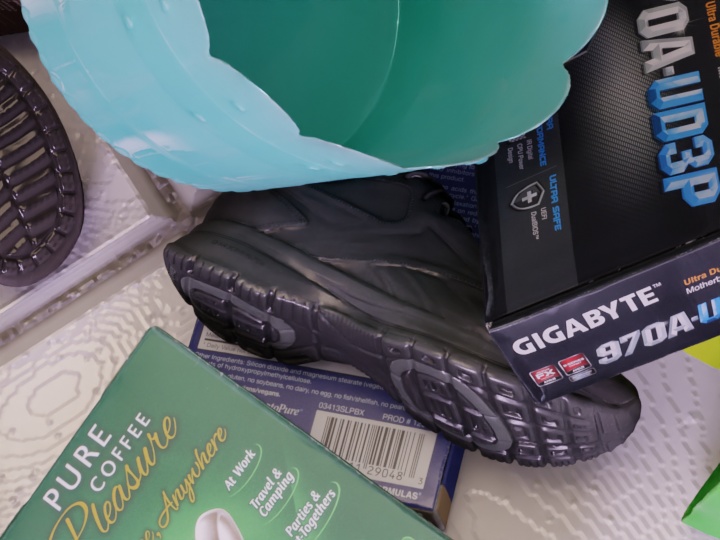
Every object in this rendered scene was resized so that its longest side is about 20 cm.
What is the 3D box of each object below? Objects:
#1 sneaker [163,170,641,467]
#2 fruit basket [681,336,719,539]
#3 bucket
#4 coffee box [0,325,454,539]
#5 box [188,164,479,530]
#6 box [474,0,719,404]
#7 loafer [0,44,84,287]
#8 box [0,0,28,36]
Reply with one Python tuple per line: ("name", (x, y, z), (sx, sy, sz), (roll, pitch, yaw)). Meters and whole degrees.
("sneaker", (0.024, 0.006, 0.981), (0.200, 0.076, 0.091), (25, 65, 17))
("fruit basket", (0.180, 0.005, 0.950), (0.215, 0.156, 0.216), (1, 77, -3))
("bucket", (-0.021, -0.126, 0.927), (0.135, 0.207, 0.208), (-13, 52, 57))
("coffee box", (-0.034, 0.125, 0.965), (0.200, 0.044, 0.123), (33, 87, 17))
("box", (0.000, 0.000, 1.042), (0.121, 0.032, 0.201), (10, 70, 16))
("box", (0.121, -0.056, 0.940), (0.159, 0.046, 0.200), (-22, 37, 18))
("loafer", (-0.189, -0.082, 1.077), (0.073, 0.071, 0.200), (-35, 97, -13))
("box", (-0.122, -0.164, 1.075), (0.200, 0.075, 0.100), (-3, 61, 45))
